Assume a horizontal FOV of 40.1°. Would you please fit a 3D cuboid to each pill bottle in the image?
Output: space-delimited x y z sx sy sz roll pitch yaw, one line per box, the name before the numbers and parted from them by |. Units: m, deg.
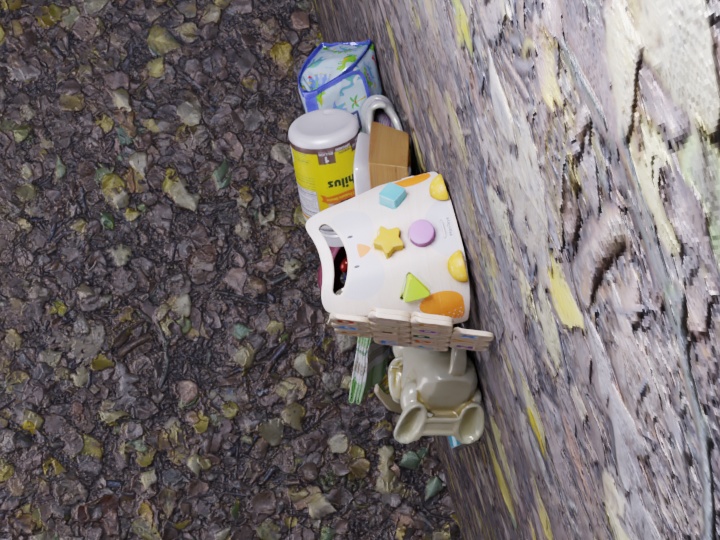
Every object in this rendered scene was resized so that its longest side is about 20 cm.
pill bottle | -0.045 -0.140 1.532 0.110 0.108 0.201 -107 7 -54

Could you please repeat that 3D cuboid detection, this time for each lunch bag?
lunch bag | -0.034 -0.264 1.632 0.200 0.127 0.171 -60 -37 -47

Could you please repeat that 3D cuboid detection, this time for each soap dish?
soap dish | 0.040 -0.098 1.446 0.158 0.081 0.201 -84 -10 -61

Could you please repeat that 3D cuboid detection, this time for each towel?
towel | 0.033 0.106 1.623 0.149 0.030 0.201 -35 -42 -61

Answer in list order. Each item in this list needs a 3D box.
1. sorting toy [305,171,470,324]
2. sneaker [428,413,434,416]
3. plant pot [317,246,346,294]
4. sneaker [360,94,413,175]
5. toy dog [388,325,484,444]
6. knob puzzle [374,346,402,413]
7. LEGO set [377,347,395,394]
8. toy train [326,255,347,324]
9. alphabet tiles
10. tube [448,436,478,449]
sorting toy | 0.029 -0.024 1.218 0.107 0.179 0.201 99 158 -75
sneaker | 0.101 0.162 1.675 0.067 0.089 0.201 -59 8 33
plant pot | 0.002 0.013 1.939 0.179 0.199 0.201 180 73 -70
sneaker | 0.040 -0.175 1.557 0.100 0.074 0.201 -104 -2 -80
toy dog | 0.102 0.143 1.521 0.201 0.138 0.195 -107 15 -53
knob puzzle | 0.080 0.190 1.944 0.219 0.030 0.222 -12 -75 -52
LEGO set | 0.101 0.168 1.806 0.200 0.116 0.154 42 -165 -38
toy train | 0.000 0.000 1.629 0.084 0.201 0.116 34 172 12
alphabet tiles | 0.062 0.073 1.204 0.200 0.194 0.015 76 -159 -77
tube | 0.161 0.217 1.774 0.077 0.050 0.201 24 -132 -60
